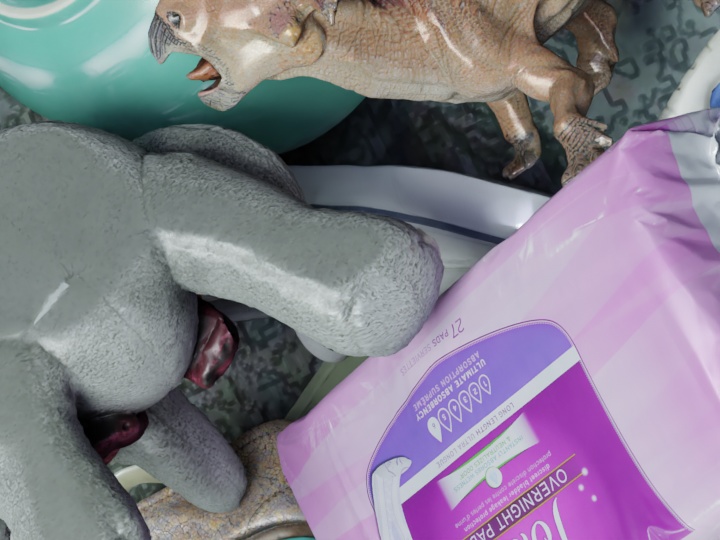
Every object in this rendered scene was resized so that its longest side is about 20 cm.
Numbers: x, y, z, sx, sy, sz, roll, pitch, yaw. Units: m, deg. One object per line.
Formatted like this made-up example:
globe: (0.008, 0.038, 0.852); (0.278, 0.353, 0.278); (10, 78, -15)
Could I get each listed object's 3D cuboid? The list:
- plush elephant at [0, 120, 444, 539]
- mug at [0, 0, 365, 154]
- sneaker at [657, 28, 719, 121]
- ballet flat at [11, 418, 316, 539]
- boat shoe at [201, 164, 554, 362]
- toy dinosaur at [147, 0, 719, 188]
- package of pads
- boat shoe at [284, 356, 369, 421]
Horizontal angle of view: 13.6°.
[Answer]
plush elephant: (-0.090, 0.027, 0.970); (0.200, 0.155, 0.165); (35, 76, 17)
mug: (-0.080, -0.127, 1.025); (0.185, 0.114, 0.153); (37, 108, 34)
sneaker: (0.173, -0.058, 0.977); (0.111, 0.077, 0.200); (36, 81, 9)
ballet flat: (-0.091, 0.108, 1.059); (0.199, 0.068, 0.067); (-23, 57, 15)
boat shoe: (0.000, 0.000, 1.041); (0.199, 0.073, 0.066); (3, 82, 43)
toy dinosaur: (0.040, -0.105, 0.961); (0.136, 0.200, 0.086); (50, 144, -10)
package of pads: (0.070, 0.052, 0.937); (0.200, 0.075, 0.121); (-42, 67, 40)
boat shoe: (0.010, 0.070, 1.080); (0.201, 0.060, 0.072); (-44, 47, 15)
